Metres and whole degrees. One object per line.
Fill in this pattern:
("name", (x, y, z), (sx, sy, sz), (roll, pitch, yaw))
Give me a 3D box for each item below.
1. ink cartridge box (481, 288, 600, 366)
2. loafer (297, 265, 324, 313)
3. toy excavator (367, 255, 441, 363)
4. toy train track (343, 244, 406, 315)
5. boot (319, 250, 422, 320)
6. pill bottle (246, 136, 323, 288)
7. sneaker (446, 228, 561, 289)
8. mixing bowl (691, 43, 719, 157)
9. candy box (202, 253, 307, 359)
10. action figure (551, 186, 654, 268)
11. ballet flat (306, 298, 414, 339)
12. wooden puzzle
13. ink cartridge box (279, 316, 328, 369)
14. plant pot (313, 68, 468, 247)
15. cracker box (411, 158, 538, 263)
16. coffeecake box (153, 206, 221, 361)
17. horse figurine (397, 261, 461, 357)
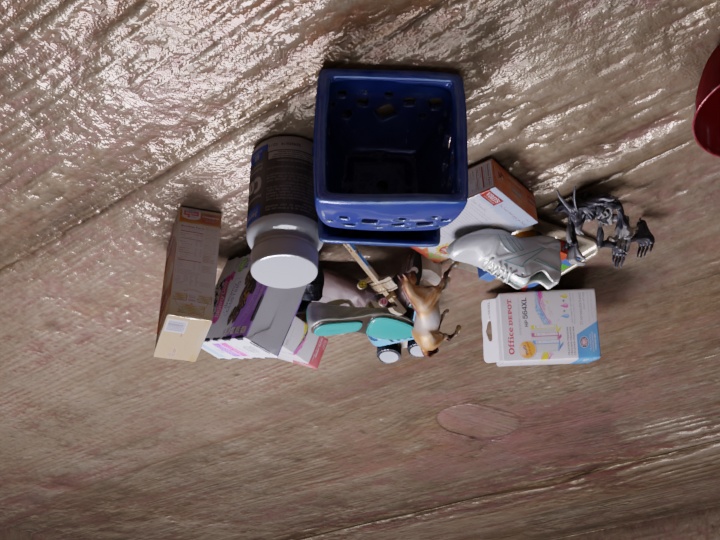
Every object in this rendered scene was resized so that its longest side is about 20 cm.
("ink cartridge box", (0.325, 0.108, 1.707), (0.199, 0.129, 0.125), (-4, 171, 3))
("loafer", (-0.118, 0.042, 1.642), (0.068, 0.071, 0.200), (-3, 170, -26))
("toy excavator", (0.083, 0.067, 1.712), (0.194, 0.100, 0.200), (-14, 137, 21))
("toy train track", (0.000, 0.000, 1.527), (0.200, 0.033, 0.115), (52, 163, -5))
("boot", (0.001, 0.019, 1.631), (0.199, 0.064, 0.187), (19, 126, 14))
("pill bottle", (-0.107, -0.083, 1.340), (0.113, 0.201, 0.114), (-1, 149, 0))
("sneaker", (0.235, -0.016, 1.477), (0.199, 0.081, 0.070), (5, 155, -16))
("mixing bowl", (0.514, -0.243, 1.178), (0.199, 0.109, 0.200), (-1, 150, -1))
("candy box", (-0.182, 0.058, 1.547), (0.071, 0.168, 0.200), (33, 156, -28))
("action figure", (0.386, -0.063, 1.485), (0.199, 0.103, 0.119), (23, 153, -36))
("ballet flat", (0.003, 0.077, 1.580), (0.199, 0.064, 0.067), (3, 142, -23))
("wooden puzzle", (0.282, -0.020, 1.605), (0.199, 0.047, 0.185), (20, 144, -30))
("ink cartridge box", (-0.161, 0.113, 1.747), (0.116, 0.068, 0.200), (13, 163, 31))
("plant pot", (0.033, -0.140, 1.263), (0.199, 0.201, 0.180), (2, 156, -5))
("cracker box", (0.162, -0.090, 1.474), (0.199, 0.058, 0.134), (-22, 145, 32))
("coffeecake box", (-0.281, 0.023, 1.515), (0.073, 0.201, 0.154), (10, 147, -16))
("horse figurine", (0.121, 0.073, 1.577), (0.050, 0.132, 0.201), (18, 124, 34))
